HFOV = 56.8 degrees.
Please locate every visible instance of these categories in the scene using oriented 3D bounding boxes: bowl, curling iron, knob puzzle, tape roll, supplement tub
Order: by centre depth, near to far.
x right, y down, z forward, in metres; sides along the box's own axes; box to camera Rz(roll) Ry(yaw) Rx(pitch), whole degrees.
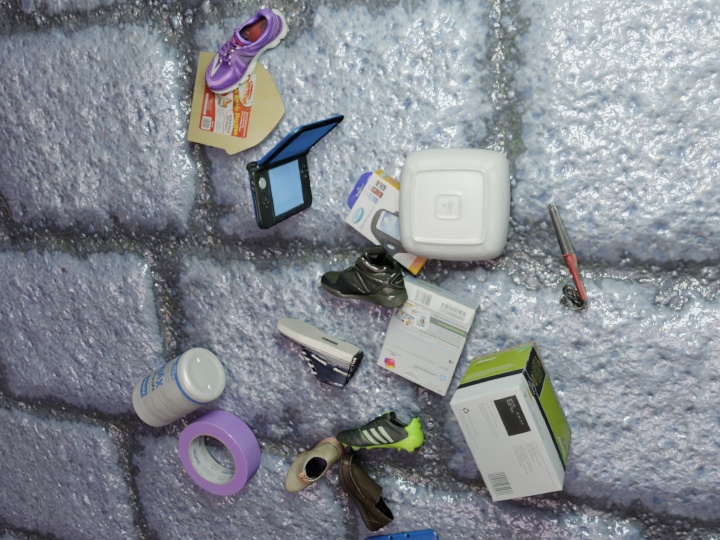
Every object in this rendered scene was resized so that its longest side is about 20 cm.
[{"bbox_3d":[0.357,-0.020,1.168,0.049,0.026,0.201,-11,103,24],"label":"curling iron"},{"bbox_3d":[0.159,-0.113,1.169,0.198,0.075,0.201,3,100,16],"label":"bowl"},{"bbox_3d":[-0.237,-0.328,1.322,0.218,0.030,0.221,2,96,16],"label":"knob puzzle"},{"bbox_3d":[-0.426,0.275,1.567,0.199,0.132,0.132,-30,94,28],"label":"supplement tub"},{"bbox_3d":[-0.345,0.445,1.628,0.199,0.066,0.201,8,111,21],"label":"tape roll"}]

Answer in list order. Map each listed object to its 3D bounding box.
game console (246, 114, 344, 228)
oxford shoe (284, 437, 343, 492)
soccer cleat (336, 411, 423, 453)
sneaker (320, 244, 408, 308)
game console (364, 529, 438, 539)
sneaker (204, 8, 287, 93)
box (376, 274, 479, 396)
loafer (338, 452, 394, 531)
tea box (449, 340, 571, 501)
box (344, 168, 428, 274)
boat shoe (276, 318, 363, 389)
[{"bbox_3d":[-0.105,-0.182,1.213,0.118,0.200,0.172,0,108,24],"label":"game console"},{"bbox_3d":[-0.123,0.456,1.524,0.071,0.074,0.200,43,119,5],"label":"oxford shoe"},{"bbox_3d":[0.040,0.342,1.425,0.199,0.067,0.082,-5,88,25],"label":"soccer cleat"},{"bbox_3d":[0.000,0.000,1.292,0.199,0.076,0.115,10,118,41],"label":"sneaker"},{"bbox_3d":[0.124,0.694,1.529,0.199,0.119,0.171,-19,130,29],"label":"game console"},{"bbox_3d":[-0.229,-0.419,1.249,0.200,0.083,0.081,-42,84,20],"label":"sneaker"},{"bbox_3d":[0.130,0.128,1.315,0.155,0.041,0.201,23,114,17],"label":"box"},{"bbox_3d":[0.017,0.484,1.480,0.071,0.073,0.201,-21,106,23],"label":"loafer"},{"bbox_3d":[0.279,0.267,1.206,0.133,0.197,0.201,-20,98,28],"label":"tea box"},{"bbox_3d":[0.062,-0.099,1.268,0.200,0.041,0.119,36,119,7],"label":"box"},{"bbox_3d":[-0.098,0.179,1.415,0.199,0.075,0.093,24,108,14],"label":"boat shoe"}]
